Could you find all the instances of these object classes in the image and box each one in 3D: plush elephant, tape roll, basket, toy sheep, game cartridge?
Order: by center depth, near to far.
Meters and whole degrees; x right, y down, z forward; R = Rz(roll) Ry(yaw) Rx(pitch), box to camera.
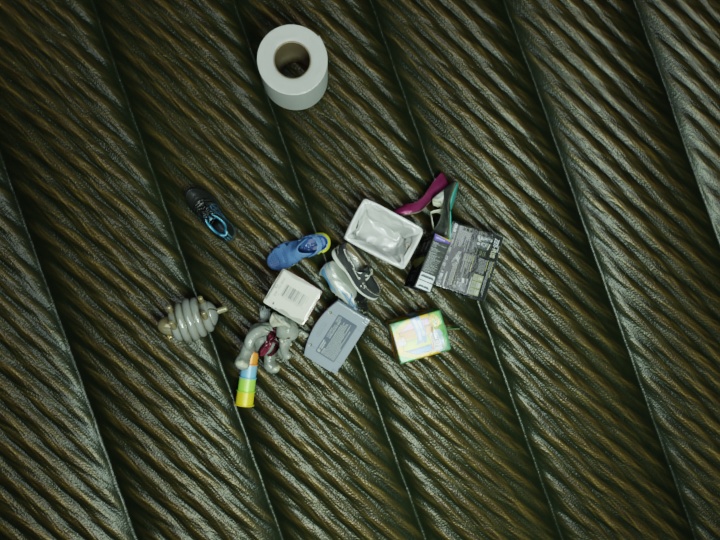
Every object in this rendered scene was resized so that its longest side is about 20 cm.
[{"bbox_3d":[-0.238,0.197,1.544,0.154,0.165,0.201,-6,66,33],"label":"plush elephant"},{"bbox_3d":[-0.480,0.137,1.552,0.199,0.138,0.139,-13,89,-10],"label":"toy sheep"},{"bbox_3d":[-0.195,-0.589,1.580,0.202,0.139,0.204,0,88,-4],"label":"tape roll"},{"bbox_3d":[0.064,-0.103,1.593,0.199,0.123,0.136,28,88,-2],"label":"basket"},{"bbox_3d":[-0.077,0.192,1.600,0.133,0.042,0.200,33,102,2],"label":"game cartridge"}]

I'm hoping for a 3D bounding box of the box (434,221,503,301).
[{"bbox_3d":[0.315,-0.028,1.624,0.163,0.086,0.201,17,88,-3],"label":"box"}]

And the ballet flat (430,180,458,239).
[{"bbox_3d":[0.241,-0.182,1.577,0.068,0.068,0.201,8,64,9],"label":"ballet flat"}]

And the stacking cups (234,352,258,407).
[{"bbox_3d":[-0.327,0.297,1.591,0.060,0.061,0.201,8,88,-3],"label":"stacking cups"}]

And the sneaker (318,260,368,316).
[{"bbox_3d":[-0.047,0.060,1.618,0.072,0.072,0.200,-29,102,38],"label":"sneaker"}]

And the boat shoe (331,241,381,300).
[{"bbox_3d":[0.000,0.000,1.598,0.060,0.074,0.200,-32,99,38],"label":"boat shoe"}]

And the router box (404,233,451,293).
[{"bbox_3d":[0.190,-0.017,1.560,0.052,0.200,0.158,22,88,-3],"label":"router box"}]

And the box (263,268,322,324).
[{"bbox_3d":[-0.185,0.073,1.534,0.128,0.200,0.109,30,87,-2],"label":"box"}]

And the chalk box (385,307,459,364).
[{"bbox_3d":[0.188,0.183,1.594,0.199,0.125,0.125,-16,90,-5],"label":"chalk box"}]

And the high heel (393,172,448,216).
[{"bbox_3d":[0.176,-0.225,1.632,0.199,0.067,0.097,-19,94,-16],"label":"high heel"}]

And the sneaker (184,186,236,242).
[{"bbox_3d":[-0.441,-0.171,1.585,0.073,0.082,0.200,-43,90,-2],"label":"sneaker"}]

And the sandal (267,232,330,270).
[{"bbox_3d":[-0.185,-0.061,1.596,0.199,0.087,0.080,-26,92,-2],"label":"sandal"}]
